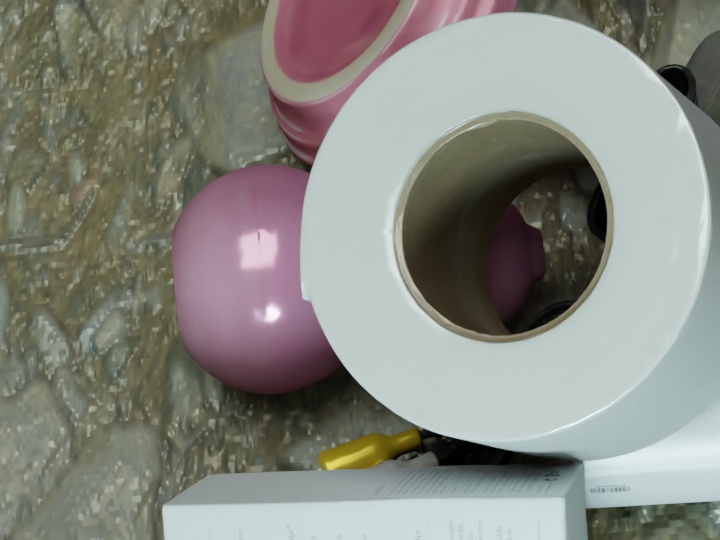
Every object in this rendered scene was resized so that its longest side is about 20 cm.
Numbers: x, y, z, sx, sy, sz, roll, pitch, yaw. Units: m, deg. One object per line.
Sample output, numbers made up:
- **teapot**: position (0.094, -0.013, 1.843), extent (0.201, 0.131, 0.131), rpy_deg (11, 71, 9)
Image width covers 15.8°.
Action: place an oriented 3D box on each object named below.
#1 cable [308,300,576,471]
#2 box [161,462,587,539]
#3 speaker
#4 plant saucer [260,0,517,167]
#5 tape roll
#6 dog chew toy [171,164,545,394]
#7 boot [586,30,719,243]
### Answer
- **cable**: position (0.061, 0.093, 1.372), extent (0.200, 0.050, 0.097), rpy_deg (-37, 61, -8)
- **box**: position (0.012, 0.166, 1.284), extent (0.199, 0.097, 0.125), rpy_deg (-2, 95, 11)
- **speaker**: position (0.208, 0.077, 1.331), extent (0.199, 0.081, 0.081), rpy_deg (-5, 59, 10)
- **plant saucer**: position (0.009, -0.153, 1.469), extent (0.200, 0.051, 0.201), rpy_deg (-32, 43, 37)
- **tape roll**: position (0.088, -0.012, 1.256), extent (0.202, 0.139, 0.204), rpy_deg (-3, 82, 21)
- **dog chew toy**: position (0.000, 0.000, 1.407), extent (0.199, 0.125, 0.125), rpy_deg (-5, 58, 0)
- **boot**: position (0.180, -0.072, 1.396), extent (0.067, 0.131, 0.201), rpy_deg (14, 64, 19)
